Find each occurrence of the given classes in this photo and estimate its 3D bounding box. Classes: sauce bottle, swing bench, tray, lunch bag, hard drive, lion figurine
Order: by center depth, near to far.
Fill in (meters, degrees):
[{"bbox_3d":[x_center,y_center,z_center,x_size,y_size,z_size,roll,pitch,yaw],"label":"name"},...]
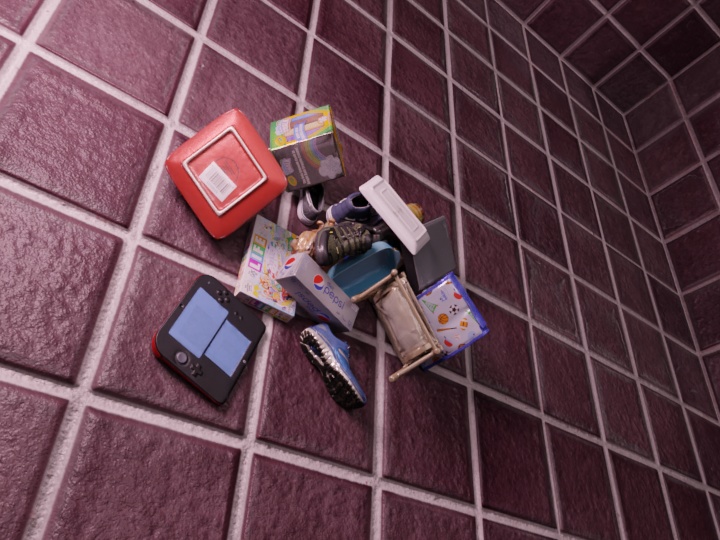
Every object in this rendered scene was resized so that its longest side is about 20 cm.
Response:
[{"bbox_3d":[0.092,0.119,1.316,0.204,0.127,0.200,61,11,8],"label":"swing bench"},{"bbox_3d":[-0.079,-0.033,1.327,0.201,0.070,0.126,51,46,-44],"label":"lion figurine"},{"bbox_3d":[0.086,-0.137,1.363,0.201,0.022,0.107,50,38,0],"label":"tray"},{"bbox_3d":[0.200,0.118,1.416,0.123,0.199,0.173,-31,84,-47],"label":"lunch bag"},{"bbox_3d":[0.086,-0.110,1.419,0.067,0.066,0.198,55,40,2],"label":"sauce bottle"},{"bbox_3d":[0.171,-0.046,1.460,0.198,0.032,0.145,-25,104,-52],"label":"hard drive"}]

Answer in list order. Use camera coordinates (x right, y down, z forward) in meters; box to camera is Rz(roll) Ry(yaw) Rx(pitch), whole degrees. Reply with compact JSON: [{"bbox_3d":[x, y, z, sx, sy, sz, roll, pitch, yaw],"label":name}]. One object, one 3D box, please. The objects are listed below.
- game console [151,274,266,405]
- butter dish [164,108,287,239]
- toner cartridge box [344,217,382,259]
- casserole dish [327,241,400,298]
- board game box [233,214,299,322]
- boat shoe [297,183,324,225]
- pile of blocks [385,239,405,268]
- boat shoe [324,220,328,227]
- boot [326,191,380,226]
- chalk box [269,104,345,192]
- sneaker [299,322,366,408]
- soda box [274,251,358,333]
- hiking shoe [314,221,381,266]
[{"bbox_3d":[-0.280,0.123,1.100,0.176,0.031,0.203,41,44,-14],"label":"game console"},{"bbox_3d":[-0.277,-0.194,1.232,0.197,0.148,0.203,-37,92,-8],"label":"butter dish"},{"bbox_3d":[0.036,-0.090,1.477,0.044,0.094,0.200,50,43,-3],"label":"toner cartridge box"},{"bbox_3d":[0.000,0.000,1.336,0.195,0.122,0.039,-28,58,-7],"label":"casserole dish"},{"bbox_3d":[-0.192,-0.006,1.260,0.132,0.034,0.206,27,49,-27],"label":"board game box"},{"bbox_3d":[-0.117,-0.213,1.435,0.070,0.067,0.206,23,51,-29],"label":"boat shoe"},{"bbox_3d":[0.076,-0.042,1.476,0.083,0.062,0.200,53,12,1],"label":"pile of blocks"},{"bbox_3d":[-0.028,-0.116,1.451,0.065,0.073,0.199,50,42,5],"label":"boat shoe"},{"bbox_3d":[0.011,-0.150,1.396,0.197,0.089,0.075,-23,87,-49],"label":"boot"},{"bbox_3d":[-0.144,-0.280,1.373,0.126,0.193,0.127,-98,172,-46],"label":"chalk box"},{"bbox_3d":[-0.042,0.196,1.236,0.088,0.078,0.204,-29,85,-45],"label":"sneaker"},{"bbox_3d":[-0.090,0.051,1.247,0.200,0.067,0.065,47,50,-32],"label":"soda box"},{"bbox_3d":[-0.027,-0.065,1.253,0.200,0.097,0.079,-43,126,-57],"label":"hiking shoe"}]
